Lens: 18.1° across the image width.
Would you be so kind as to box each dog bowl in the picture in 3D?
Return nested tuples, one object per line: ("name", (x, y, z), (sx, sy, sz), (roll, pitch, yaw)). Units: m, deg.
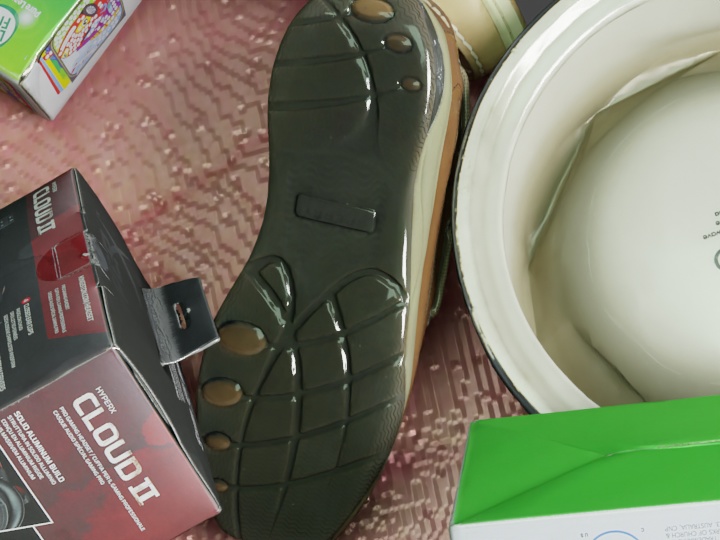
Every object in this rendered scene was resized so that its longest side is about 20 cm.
("dog bowl", (0.133, -0.011, 0.770), (0.199, 0.074, 0.201), (-3, 72, 9))

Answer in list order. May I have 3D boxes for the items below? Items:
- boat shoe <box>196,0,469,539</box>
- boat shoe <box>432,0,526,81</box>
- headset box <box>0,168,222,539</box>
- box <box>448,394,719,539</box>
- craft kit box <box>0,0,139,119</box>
("boat shoe", (0.000, 0.000, 0.785), (0.075, 0.074, 0.201), (19, 102, 19))
("boat shoe", (-0.024, -0.135, 0.819), (0.200, 0.074, 0.066), (44, 83, -3))
("headset box", (-0.140, 0.057, 0.761), (0.199, 0.075, 0.149), (-30, 27, 1))
("box", (0.137, 0.132, 0.671), (0.199, 0.097, 0.177), (-7, 105, 9))
("craft kit box", (-0.143, -0.192, 0.893), (0.200, 0.049, 0.198), (34, 79, 19))
